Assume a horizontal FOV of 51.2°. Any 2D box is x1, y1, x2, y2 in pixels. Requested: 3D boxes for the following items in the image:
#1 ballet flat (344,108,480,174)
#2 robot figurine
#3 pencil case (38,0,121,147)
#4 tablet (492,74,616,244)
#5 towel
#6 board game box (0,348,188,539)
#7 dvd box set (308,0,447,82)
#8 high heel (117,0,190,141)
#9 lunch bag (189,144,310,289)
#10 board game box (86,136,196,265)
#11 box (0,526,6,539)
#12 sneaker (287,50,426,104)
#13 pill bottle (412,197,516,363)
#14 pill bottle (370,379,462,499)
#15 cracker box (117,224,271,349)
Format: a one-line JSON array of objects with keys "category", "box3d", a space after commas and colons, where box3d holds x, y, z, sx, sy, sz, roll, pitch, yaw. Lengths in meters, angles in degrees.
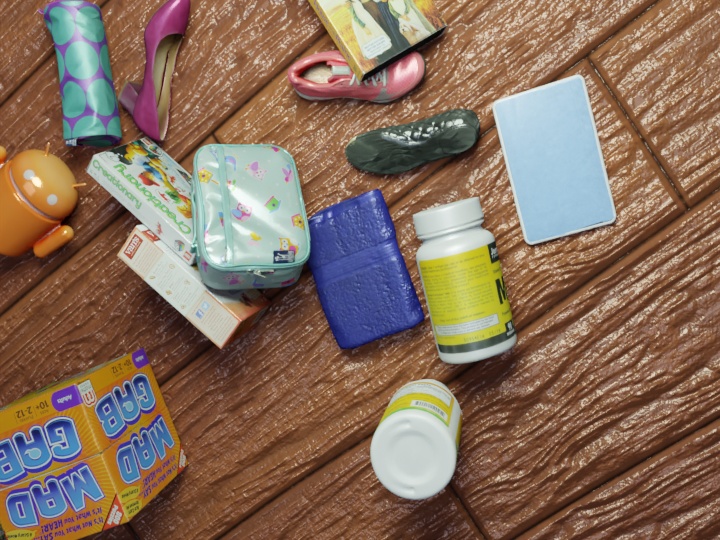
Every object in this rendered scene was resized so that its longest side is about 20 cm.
[{"category": "ballet flat", "box3d": [0.072, -0.179, 1.049, 0.194, 0.057, 0.068, -8, 124, 17]}, {"category": "robot figurine", "box3d": [-0.511, -0.103, 1.134, 0.198, 0.116, 0.146, -35, 66, 14]}, {"category": "pencil case", "box3d": [-0.411, -0.286, 1.105, 0.090, 0.085, 0.206, -5, 96, 12]}, {"category": "tablet", "box3d": [0.264, -0.149, 1.025, 0.127, 0.014, 0.206, -14, 94, 13]}, {"category": "towel", "box3d": [0.000, 0.000, 1.084, 0.144, 0.049, 0.205, -19, 94, 20]}, {"category": "board game box", "box3d": [-0.414, 0.264, 1.121, 0.195, 0.200, 0.205, -21, 93, 13]}, {"category": "dvd box set", "box3d": [0.006, -0.372, 1.000, 0.144, 0.029, 0.203, -31, 86, -15]}, {"category": "high heel", "box3d": [-0.275, -0.291, 1.085, 0.096, 0.067, 0.202, 42, 118, 13]}, {"category": "lunch bag", "box3d": [-0.156, -0.073, 1.022, 0.156, 0.077, 0.205, 0, 63, -24]}, {"category": "board game box", "box3d": [-0.278, -0.104, 1.081, 0.199, 0.126, 0.035, 41, 120, 3]}, {"category": "box", "box3d": [-0.687, 0.491, 1.292, 0.196, 0.035, 0.112, -24, 92, 13]}, {"category": "sneaker", "box3d": [-0.008, -0.264, 1.026, 0.194, 0.087, 0.076, -3, 98, 11]}, {"category": "pill bottle", "box3d": [0.138, 0.012, 1.020, 0.111, 0.114, 0.206, -13, 96, 12]}, {"category": "pill bottle", "box3d": [0.082, 0.215, 1.015, 0.108, 0.200, 0.115, 2, 98, 11]}, {"category": "cracker box", "box3d": [-0.235, 0.013, 1.085, 0.199, 0.134, 0.058, 40, 104, 3]}]
